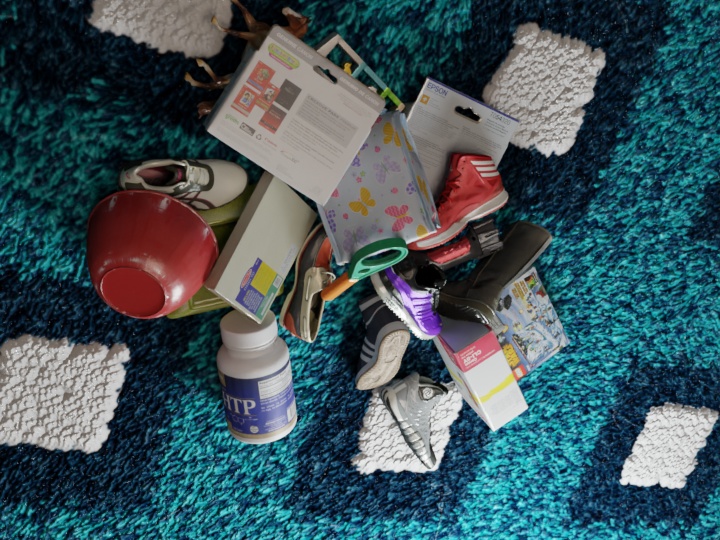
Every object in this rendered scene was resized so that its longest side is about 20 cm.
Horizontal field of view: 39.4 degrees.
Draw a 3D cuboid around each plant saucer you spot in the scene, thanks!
[{"bbox_3d":[-0.213,-0.023,1.568,0.198,0.048,0.202,-12,117,-18],"label":"plant saucer"}]

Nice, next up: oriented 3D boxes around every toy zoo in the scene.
[{"bbox_3d":[-0.037,-0.271,1.547,0.131,0.020,0.200,-48,123,3],"label":"toy zoo"}]

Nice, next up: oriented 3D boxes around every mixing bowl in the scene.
[{"bbox_3d":[-0.313,-0.005,1.445,0.198,0.109,0.201,5,132,5],"label":"mixing bowl"}]

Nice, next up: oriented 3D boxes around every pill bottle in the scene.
[{"bbox_3d":[-0.171,0.167,1.633,0.119,0.120,0.202,-14,118,-17],"label":"pill bottle"}]

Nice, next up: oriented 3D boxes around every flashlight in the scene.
[{"bbox_3d":[0.137,-0.032,1.688,0.198,0.068,0.068,-24,77,1],"label":"flashlight"}]

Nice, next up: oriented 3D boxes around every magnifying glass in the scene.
[{"bbox_3d":[0.000,0.000,1.529,0.079,0.023,0.200,-1,159,-36],"label":"magnifying glass"}]

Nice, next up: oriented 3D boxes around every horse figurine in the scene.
[{"bbox_3d":[-0.170,-0.305,1.456,0.132,0.050,0.201,21,101,-24],"label":"horse figurine"}]

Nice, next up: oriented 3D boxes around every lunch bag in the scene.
[{"bbox_3d":[0.017,-0.131,1.542,0.168,0.127,0.202,-20,95,11],"label":"lunch bag"}]

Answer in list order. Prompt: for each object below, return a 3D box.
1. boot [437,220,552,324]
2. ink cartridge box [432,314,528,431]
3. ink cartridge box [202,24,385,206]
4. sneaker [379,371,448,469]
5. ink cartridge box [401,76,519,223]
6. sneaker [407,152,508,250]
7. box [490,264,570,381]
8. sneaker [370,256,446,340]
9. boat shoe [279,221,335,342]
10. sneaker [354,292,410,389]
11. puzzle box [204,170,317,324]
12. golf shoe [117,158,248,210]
[{"bbox_3d":[0.212,-0.006,1.736,0.201,0.181,0.073,-57,137,-20],"label":"boot"},{"bbox_3d":[0.203,0.164,1.782,0.083,0.145,0.201,-32,122,-6],"label":"ink cartridge box"},{"bbox_3d":[-0.092,-0.222,1.426,0.199,0.084,0.176,32,95,-18],"label":"ink cartridge box"},{"bbox_3d":[0.124,0.268,1.840,0.115,0.075,0.201,-34,121,-9],"label":"sneaker"},{"bbox_3d":[0.135,-0.194,1.647,0.195,0.043,0.201,20,104,-28],"label":"ink cartridge box"},{"bbox_3d":[0.139,-0.123,1.626,0.199,0.078,0.116,-32,114,-20],"label":"sneaker"},{"bbox_3d":[0.292,0.096,1.853,0.136,0.040,0.201,-35,122,-7],"label":"box"},{"bbox_3d":[0.104,0.041,1.646,0.099,0.070,0.200,-32,139,14],"label":"sneaker"},{"bbox_3d":[-0.073,0.019,1.629,0.071,0.062,0.202,-9,124,-55],"label":"boat shoe"},{"bbox_3d":[0.026,0.117,1.736,0.069,0.109,0.201,-6,146,-24],"label":"sneaker"},{"bbox_3d":[-0.150,-0.033,1.535,0.201,0.025,0.133,-63,144,-13],"label":"puzzle box"},{"bbox_3d":[-0.252,-0.129,1.470,0.198,0.088,0.078,-5,88,-24],"label":"golf shoe"}]
